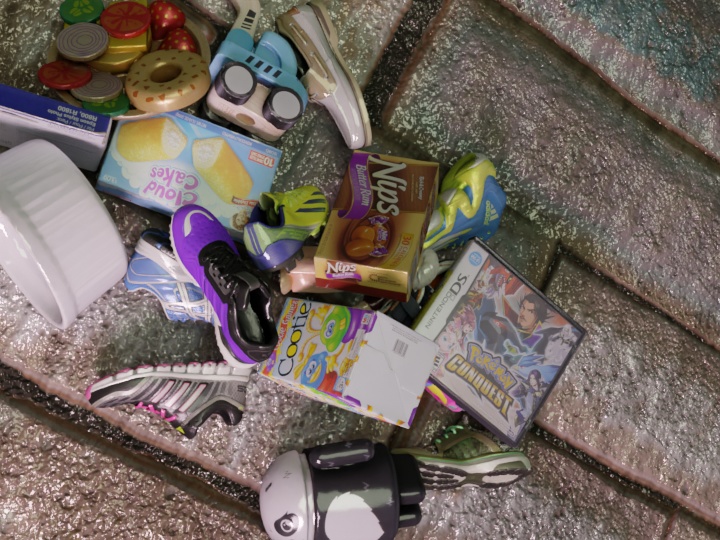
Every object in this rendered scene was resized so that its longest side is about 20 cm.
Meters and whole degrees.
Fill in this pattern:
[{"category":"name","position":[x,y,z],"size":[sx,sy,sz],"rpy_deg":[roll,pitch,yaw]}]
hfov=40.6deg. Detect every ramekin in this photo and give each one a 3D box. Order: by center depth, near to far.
[{"category":"ramekin","position":[-0.344,-0.045,1.068],"size":[0.097,0.200,0.202],"rpy_deg":[-37,97,-26]}]

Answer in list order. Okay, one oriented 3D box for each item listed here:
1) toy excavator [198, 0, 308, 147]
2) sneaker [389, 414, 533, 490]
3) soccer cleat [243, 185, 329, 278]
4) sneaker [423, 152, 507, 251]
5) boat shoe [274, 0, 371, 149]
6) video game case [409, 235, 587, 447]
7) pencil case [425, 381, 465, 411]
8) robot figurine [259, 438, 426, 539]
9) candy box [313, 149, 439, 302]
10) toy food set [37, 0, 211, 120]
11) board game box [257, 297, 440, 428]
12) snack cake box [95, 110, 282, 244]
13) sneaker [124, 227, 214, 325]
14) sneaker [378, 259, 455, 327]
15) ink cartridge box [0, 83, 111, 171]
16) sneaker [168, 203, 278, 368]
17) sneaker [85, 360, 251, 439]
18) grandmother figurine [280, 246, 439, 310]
[{"category":"toy excavator","position":[-0.143,-0.279,1.217],"size":[0.193,0.100,0.202],"rpy_deg":[26,64,-15]},{"category":"sneaker","position":[0.126,0.235,1.281],"size":[0.197,0.077,0.090],"rpy_deg":[5,53,-17]},{"category":"soccer cleat","position":[-0.088,-0.068,1.166],"size":[0.064,0.201,0.084],"rpy_deg":[-18,112,22]},{"category":"sneaker","position":[0.125,-0.054,1.289],"size":[0.105,0.076,0.200],"rpy_deg":[43,85,-22]},{"category":"boat shoe","position":[-0.049,-0.244,1.250],"size":[0.068,0.075,0.202],"rpy_deg":[-22,84,-15]},{"category":"video game case","position":[0.168,0.089,1.229],"size":[0.199,0.025,0.182],"rpy_deg":[39,74,-9]},{"category":"pencil case","position":[0.162,0.096,1.280],"size":[0.200,0.088,0.089],"rpy_deg":[-43,99,-19]},{"category":"robot figurine","position":[-0.023,0.276,1.179],"size":[0.197,0.125,0.153],"rpy_deg":[-3,88,-13]},{"category":"candy box","position":[0.024,-0.059,1.194],"size":[0.115,0.057,0.202],"rpy_deg":[10,49,10]},{"category":"toy food set","position":[-0.274,-0.250,1.137],"size":[0.195,0.049,0.202],"rpy_deg":[-4,55,-7]},{"category":"board game box","position":[-0.019,0.105,1.149],"size":[0.104,0.199,0.104],"rpy_deg":[29,77,-31]},{"category":"snack cake box","position":[-0.208,-0.122,1.184],"size":[0.198,0.067,0.117],"rpy_deg":[20,79,-16]},{"category":"sneaker","position":[-0.195,0.030,1.184],"size":[0.199,0.076,0.077],"rpy_deg":[35,101,-15]},{"category":"sneaker","position":[0.069,0.063,1.258],"size":[0.078,0.079,0.201],"rpy_deg":[41,76,-12]},{"category":"ink cartridge box","position":[-0.374,-0.170,1.062],"size":[0.197,0.200,0.041],"rpy_deg":[15,81,-17]},{"category":"sneaker","position":[-0.144,0.010,1.101],"size":[0.069,0.099,0.202],"rpy_deg":[-28,94,-30]},{"category":"sneaker","position":[-0.222,0.157,1.152],"size":[0.197,0.074,0.089],"rpy_deg":[-2,80,-24]},{"category":"grandmother figurine","position":[0.000,0.000,1.214],"size":[0.197,0.061,0.123],"rpy_deg":[-2,78,2]}]
